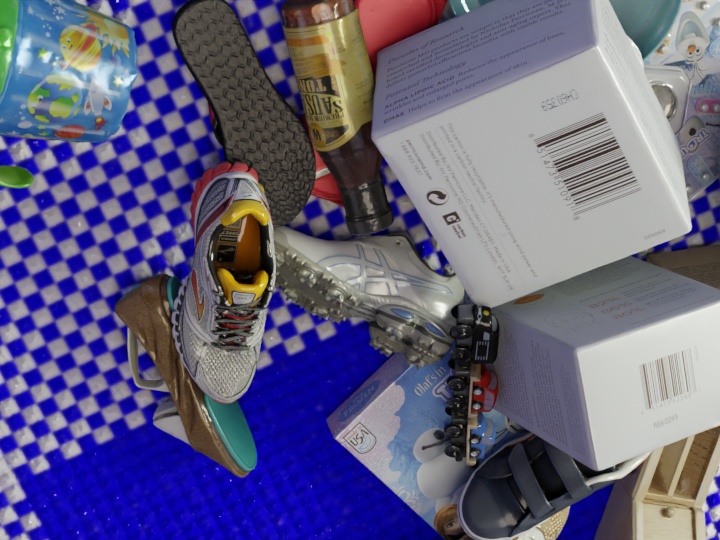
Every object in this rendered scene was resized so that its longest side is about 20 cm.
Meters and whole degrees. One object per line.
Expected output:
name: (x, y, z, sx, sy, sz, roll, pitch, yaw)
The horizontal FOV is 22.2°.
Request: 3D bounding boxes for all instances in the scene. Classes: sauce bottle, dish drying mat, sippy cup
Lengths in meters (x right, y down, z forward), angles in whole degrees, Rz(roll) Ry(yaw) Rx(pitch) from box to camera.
sauce bottle: (-0.013, -0.128, 1.503, 0.065, 0.066, 0.202, -17, 107, -6)
dish drying mat: (0.001, -0.152, 1.542, 0.076, 0.018, 0.202, 20, 106, -19)
sippy cup: (-0.247, -0.159, 1.427, 0.129, 0.141, 0.178, 11, 148, -28)

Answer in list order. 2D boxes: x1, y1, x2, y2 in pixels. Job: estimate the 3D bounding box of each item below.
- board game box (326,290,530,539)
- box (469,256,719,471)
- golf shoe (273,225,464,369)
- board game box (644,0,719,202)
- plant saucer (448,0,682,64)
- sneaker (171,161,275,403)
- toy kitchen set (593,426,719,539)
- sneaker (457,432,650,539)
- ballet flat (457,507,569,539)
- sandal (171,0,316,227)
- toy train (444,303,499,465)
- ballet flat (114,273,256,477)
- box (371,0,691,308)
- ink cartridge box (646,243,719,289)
board game box: (0.106, 0.136, 1.671, 0.200, 0.043, 0.199, -44, 114, 6)
box: (0.205, 0.070, 1.541, 0.151, 0.200, 0.108, -17, 107, -17)
golf shoe: (0.000, 0.000, 1.589, 0.199, 0.078, 0.098, 30, 66, -11)
board game box: (0.257, -0.144, 1.602, 0.199, 0.026, 0.200, -39, 115, 4)
plant saucer: (0.166, -0.246, 1.500, 0.198, 0.028, 0.202, 7, 123, 11)
sneaker: (-0.110, 0.018, 1.496, 0.077, 0.082, 0.202, -4, 115, -16)
toy kitchen set: (0.263, 0.227, 1.658, 0.161, 0.200, 0.182, 11, 109, -18)
sneaker: (0.174, 0.171, 1.625, 0.199, 0.079, 0.079, -31, 82, -6)
ballet flat: (0.111, 0.270, 1.670, 0.199, 0.065, 0.071, -31, 119, -1)
sandal: (-0.095, -0.134, 1.518, 0.074, 0.045, 0.202, -26, 106, -6)
toy train: (0.097, 0.100, 1.574, 0.045, 0.034, 0.201, 1, 138, 1)
ballet flat: (-0.157, 0.097, 1.588, 0.072, 0.068, 0.201, -16, 116, 16)
box: (0.139, -0.106, 1.490, 0.198, 0.131, 0.200, -21, 124, 19)
ink cartridge box: (0.371, 0.038, 1.626, 0.198, 0.165, 0.076, -8, 117, -9)
